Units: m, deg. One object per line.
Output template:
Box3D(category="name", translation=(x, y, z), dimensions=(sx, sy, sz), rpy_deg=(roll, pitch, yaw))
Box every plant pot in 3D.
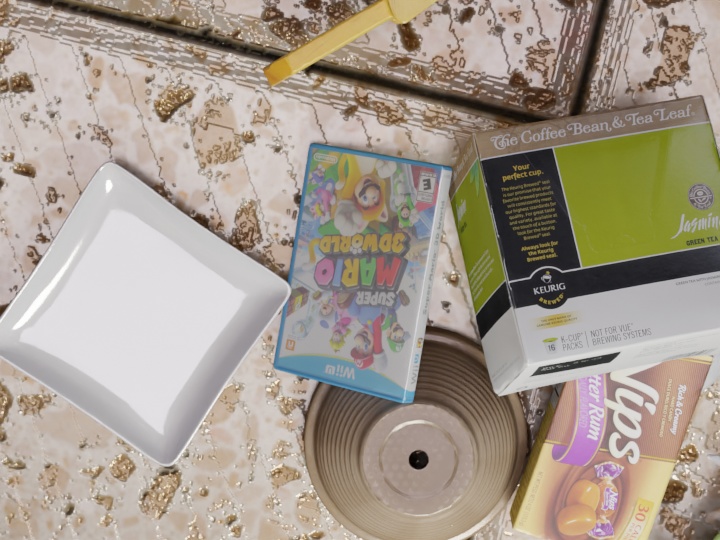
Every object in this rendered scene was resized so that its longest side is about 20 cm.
Box3D(category="plant pot", translation=(0.049, 0.153, 1.620), dimensions=(0.200, 0.093, 0.202), rpy_deg=(0, 96, 0))

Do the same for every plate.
Box3D(category="plate", translation=(-0.193, 0.038, 1.633), dimensions=(0.199, 0.032, 0.200), rpy_deg=(34, 96, -5))

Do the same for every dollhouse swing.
Box3D(category="dollhouse swing", translation=(-0.012, -0.260, 1.510), dimensions=(0.175, 0.200, 0.183), rpy_deg=(-14, 97, 2))

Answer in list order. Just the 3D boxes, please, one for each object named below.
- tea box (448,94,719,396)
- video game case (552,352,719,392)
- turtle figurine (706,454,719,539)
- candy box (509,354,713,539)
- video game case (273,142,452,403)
Box3D(category="tea box", translation=(0.194, -0.020, 1.522), dimensions=(0.199, 0.134, 0.198), rpy_deg=(-9, 78, -10))
Box3D(category="video game case", translation=(0.232, 0.036, 1.640), dimensions=(0.182, 0.022, 0.200), rpy_deg=(-42, 96, 5))
Box3D(category="turtle figurine", translation=(0.363, 0.265, 1.597), dimensions=(0.193, 0.144, 0.200), rpy_deg=(-1, 141, -18))
Box3D(category="candy box", translation=(0.216, 0.145, 1.615), dimensions=(0.116, 0.056, 0.201), rpy_deg=(19, 98, -1))
Box3D(category="video game case", translation=(0.000, 0.000, 1.591), dimensions=(0.143, 0.018, 0.201), rpy_deg=(12, 95, 34))
